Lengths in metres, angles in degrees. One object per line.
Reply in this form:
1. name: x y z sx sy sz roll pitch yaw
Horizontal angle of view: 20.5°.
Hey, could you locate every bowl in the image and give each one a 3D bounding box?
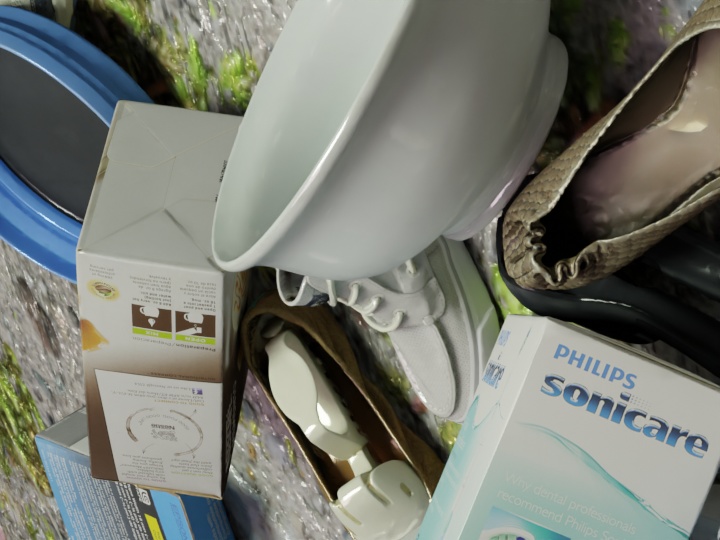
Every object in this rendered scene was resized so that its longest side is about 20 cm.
1. bowl: -0.182 -0.071 1.183 0.200 0.039 0.201 26 146 19
2. bowl: 0.023 -0.074 0.825 0.090 0.201 0.201 26 154 -16

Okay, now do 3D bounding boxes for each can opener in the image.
1. can opener: 0.134 0.009 0.823 0.200 0.079 0.063 23 94 43

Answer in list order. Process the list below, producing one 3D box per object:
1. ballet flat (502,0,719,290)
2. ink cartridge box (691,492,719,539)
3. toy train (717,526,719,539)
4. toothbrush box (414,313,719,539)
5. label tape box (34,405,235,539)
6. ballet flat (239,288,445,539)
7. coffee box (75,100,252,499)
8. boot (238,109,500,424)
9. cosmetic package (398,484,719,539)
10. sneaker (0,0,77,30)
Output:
1. ballet flat: 0.118 -0.050 0.744 0.067 0.046 0.200 49 130 0
2. ink cartridge box: 0.234 0.162 0.758 0.200 0.084 0.145 17 127 50
3. toy train: 0.188 0.163 0.670 0.200 0.087 0.114 48 154 20
4. toothbrush box: 0.065 0.122 0.795 0.085 0.200 0.146 22 178 -1
5. label tape box: -0.128 0.178 1.342 0.200 0.063 0.144 12 124 53
6. ballet flat: -0.005 0.094 1.068 0.068 0.072 0.200 -35 77 16
7. coffee box: -0.104 0.020 1.095 0.080 0.114 0.200 8 138 2
8. boot: 0.000 0.000 0.965 0.074 0.096 0.200 7 121 54
9. cosmetic package: 0.110 0.161 0.959 0.200 0.071 0.102 -10 106 59
10. sneaker: -0.236 -0.207 1.160 0.077 0.085 0.200 -2 114 57
